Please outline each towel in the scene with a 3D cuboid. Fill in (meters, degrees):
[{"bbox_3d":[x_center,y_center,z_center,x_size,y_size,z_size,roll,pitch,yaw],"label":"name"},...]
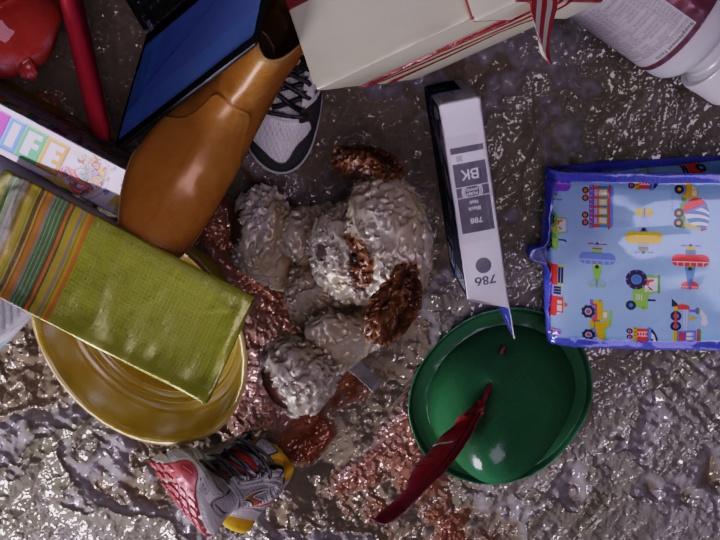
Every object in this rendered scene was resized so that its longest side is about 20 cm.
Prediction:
[{"bbox_3d":[-0.177,0.012,0.825,0.198,0.018,0.087,27,103,5],"label":"towel"}]

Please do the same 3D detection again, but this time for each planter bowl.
[{"bbox_3d":[-0.164,0.035,0.982,0.198,0.084,0.203,10,118,19],"label":"planter bowl"}]

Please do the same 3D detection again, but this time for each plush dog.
[{"bbox_3d":[0.000,0.000,0.953,0.159,0.202,0.172,1,152,-30],"label":"plush dog"}]

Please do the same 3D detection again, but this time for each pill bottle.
[{"bbox_3d":[0.228,-0.222,0.941,0.198,0.110,0.110,30,102,-13],"label":"pill bottle"}]

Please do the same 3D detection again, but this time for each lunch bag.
[{"bbox_3d":[0.240,-0.013,1.019,0.197,0.094,0.153,-2,105,0],"label":"lunch bag"}]

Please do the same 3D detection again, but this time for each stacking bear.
[{"bbox_3d":[-0.287,-0.240,0.893,0.113,0.121,0.202,-35,124,-28],"label":"stacking bear"}]

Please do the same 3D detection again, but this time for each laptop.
[{"bbox_3d":[-0.148,-0.222,0.853,0.176,0.103,0.202,-26,98,41],"label":"laptop"}]

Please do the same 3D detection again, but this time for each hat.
[{"bbox_3d":[0.125,0.148,1.007,0.165,0.176,0.200,42,99,-15],"label":"hat"}]

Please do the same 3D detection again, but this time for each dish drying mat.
[{"bbox_3d":[-0.216,-0.202,0.898,0.018,0.077,0.202,-11,125,-9],"label":"dish drying mat"}]

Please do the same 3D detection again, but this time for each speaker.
[{"bbox_3d":[-0.212,-0.010,0.877,0.198,0.081,0.082,30,103,4],"label":"speaker"}]

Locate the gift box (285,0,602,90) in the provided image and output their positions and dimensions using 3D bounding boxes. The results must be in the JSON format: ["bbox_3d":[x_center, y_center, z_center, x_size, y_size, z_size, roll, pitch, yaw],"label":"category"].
[{"bbox_3d":[0.063,-0.221,0.821,0.185,0.184,0.202,-20,95,33],"label":"gift box"}]

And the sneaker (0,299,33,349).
[{"bbox_3d":[-0.312,0.051,0.940,0.200,0.082,0.074,-42,86,-6],"label":"sneaker"}]

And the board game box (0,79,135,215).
[{"bbox_3d":[-0.249,-0.106,0.920,0.198,0.135,0.035,28,97,-13],"label":"board game box"}]

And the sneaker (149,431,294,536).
[{"bbox_3d":[-0.112,0.166,1.000,0.082,0.200,0.078,-43,75,1],"label":"sneaker"}]

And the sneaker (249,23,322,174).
[{"bbox_3d":[-0.059,-0.170,0.944,0.074,0.088,0.203,4,108,-8],"label":"sneaker"}]

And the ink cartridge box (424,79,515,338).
[{"bbox_3d":[0.089,-0.049,0.987,0.039,0.100,0.203,-12,106,-1],"label":"ink cartridge box"}]

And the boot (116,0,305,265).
[{"bbox_3d":[-0.099,-0.109,0.837,0.070,0.203,0.144,30,147,-16],"label":"boot"}]
